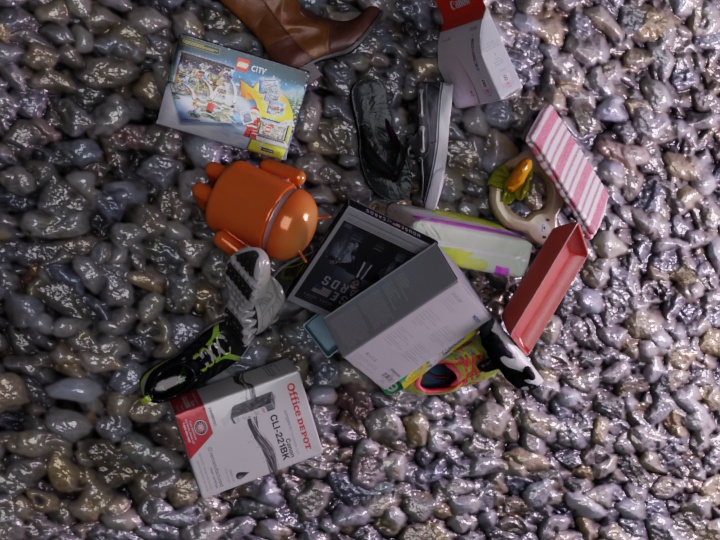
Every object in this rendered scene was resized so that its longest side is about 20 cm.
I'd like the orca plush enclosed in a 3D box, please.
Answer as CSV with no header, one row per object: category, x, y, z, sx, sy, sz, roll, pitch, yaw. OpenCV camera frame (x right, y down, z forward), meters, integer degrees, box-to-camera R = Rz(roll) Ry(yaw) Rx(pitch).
orca plush,0.216,0.140,1.751,0.071,0.105,0.200,-37,145,6

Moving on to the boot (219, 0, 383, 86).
boot,-0.088,-0.399,1.694,0.188,0.068,0.200,-37,99,5

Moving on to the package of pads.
package of pads,0.145,-0.049,1.738,0.199,0.155,0.068,10,101,-16

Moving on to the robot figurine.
robot figurine,-0.149,-0.086,1.655,0.200,0.144,0.117,26,124,10

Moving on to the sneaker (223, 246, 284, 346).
sneaker,-0.150,0.027,1.628,0.081,0.200,0.075,-24,63,-26

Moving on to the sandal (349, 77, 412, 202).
sandal,0.030,-0.200,1.745,0.075,0.048,0.201,-20,100,-12

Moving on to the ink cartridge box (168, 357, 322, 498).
ink cartridge box,-0.174,0.239,1.715,0.200,0.084,0.145,-19,105,-13

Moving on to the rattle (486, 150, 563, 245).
rattle,0.300,-0.094,1.787,0.130,0.143,0.200,-33,98,-24

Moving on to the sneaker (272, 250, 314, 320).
sneaker,-0.067,0.003,1.722,0.200,0.085,0.075,-42,104,-7

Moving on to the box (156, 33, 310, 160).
box,-0.188,-0.257,1.660,0.200,0.038,0.137,16,100,-7

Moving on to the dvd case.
dvd case,0.000,0.000,1.650,0.150,0.025,0.200,24,125,-15

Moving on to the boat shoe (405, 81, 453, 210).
boat shoe,0.103,-0.196,1.754,0.068,0.072,0.201,6,94,3

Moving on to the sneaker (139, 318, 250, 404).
sneaker,-0.243,0.145,1.690,0.200,0.083,0.072,-36,104,-9

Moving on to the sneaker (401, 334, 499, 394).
sneaker,0.158,0.161,1.797,0.200,0.090,0.078,-18,99,-14

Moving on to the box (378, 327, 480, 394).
box,0.088,0.096,1.761,0.200,0.117,0.048,-38,148,-7

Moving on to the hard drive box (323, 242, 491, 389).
hard drive box,0.072,0.070,1.642,0.200,0.077,0.156,-33,147,8

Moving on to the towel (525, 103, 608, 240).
towel,0.330,-0.159,1.794,0.030,0.146,0.200,-28,104,31

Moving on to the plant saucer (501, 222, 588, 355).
plant saucer,0.286,0.026,1.755,0.037,0.200,0.200,31,87,20

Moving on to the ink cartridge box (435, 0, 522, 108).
ink cartridge box,0.155,-0.351,1.705,0.057,0.163,0.200,-33,103,-14

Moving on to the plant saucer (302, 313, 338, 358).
plant saucer,0.003,0.050,1.781,0.200,0.019,0.070,-39,104,-7
